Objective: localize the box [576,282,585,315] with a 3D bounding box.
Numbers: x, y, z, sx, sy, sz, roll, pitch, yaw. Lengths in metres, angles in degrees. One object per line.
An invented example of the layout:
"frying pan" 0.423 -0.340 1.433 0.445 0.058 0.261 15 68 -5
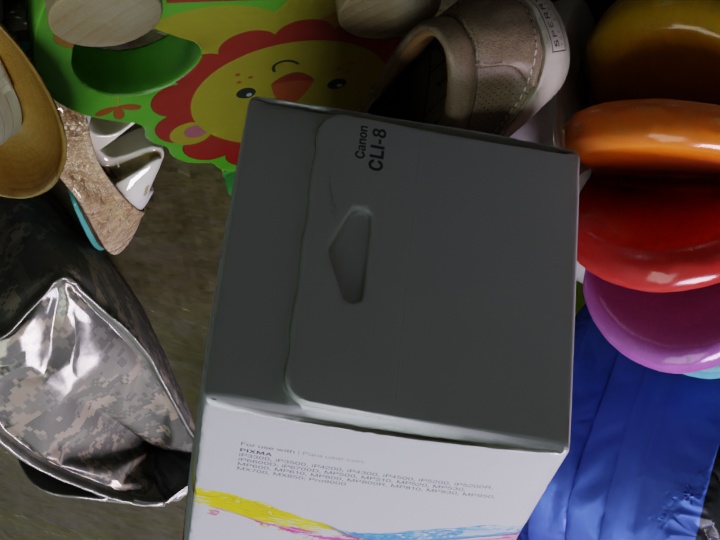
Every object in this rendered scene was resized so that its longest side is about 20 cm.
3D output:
"box" 0.186 0.048 0.951 0.199 0.048 0.122 7 146 15

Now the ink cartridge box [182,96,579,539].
"ink cartridge box" 0.003 0.047 0.717 0.144 0.146 0.200 8 149 -4

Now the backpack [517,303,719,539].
"backpack" 0.136 0.117 0.882 0.167 0.163 0.200 12 149 13

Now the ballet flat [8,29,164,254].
"ballet flat" -0.145 -0.069 0.906 0.065 0.071 0.200 -20 156 2

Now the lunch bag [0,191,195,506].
"lunch bag" -0.184 0.047 0.999 0.117 0.164 0.200 -38 133 1

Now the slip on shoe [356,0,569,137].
"slip on shoe" 0.020 -0.055 0.746 0.060 0.076 0.200 -17 164 -35

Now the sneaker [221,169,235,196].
"sneaker" 0.000 0.000 0.929 0.074 0.084 0.200 -16 135 42

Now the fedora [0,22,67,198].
"fedora" -0.226 -0.083 0.735 0.200 0.082 0.201 29 155 15

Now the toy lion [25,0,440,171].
"toy lion" -0.057 -0.104 0.763 0.199 0.069 0.192 -4 155 -19

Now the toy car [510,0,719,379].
"toy car" 0.152 -0.029 0.749 0.174 0.150 0.200 2 145 23

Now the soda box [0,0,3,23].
"soda box" -0.221 -0.137 0.811 0.068 0.064 0.200 32 155 4
